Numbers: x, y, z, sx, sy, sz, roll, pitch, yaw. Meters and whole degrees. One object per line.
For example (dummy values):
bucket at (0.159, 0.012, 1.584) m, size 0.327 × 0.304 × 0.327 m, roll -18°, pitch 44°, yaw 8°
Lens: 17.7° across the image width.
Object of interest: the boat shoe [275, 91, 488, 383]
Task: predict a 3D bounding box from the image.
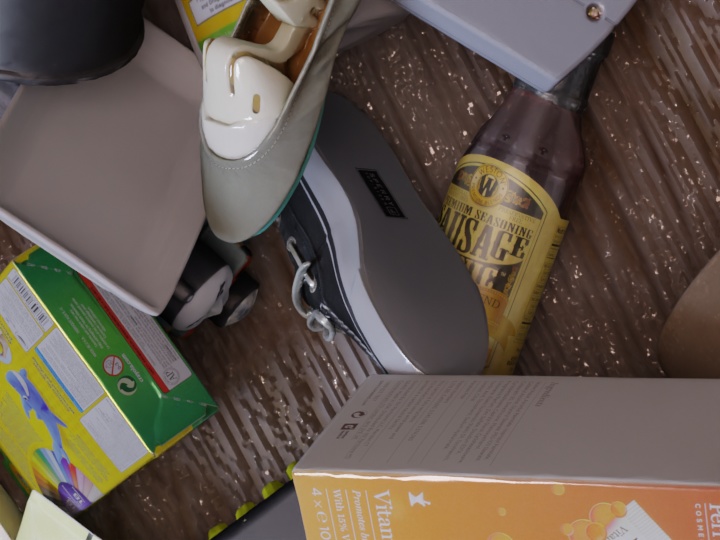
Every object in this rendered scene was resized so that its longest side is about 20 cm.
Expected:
boat shoe at (-0.002, 0.000, 1.131) m, size 0.068 × 0.073 × 0.200 m, roll -57°, pitch 47°, yaw 32°

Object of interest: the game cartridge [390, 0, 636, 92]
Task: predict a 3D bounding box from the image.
game cartridge at (0.094, -0.192, 1.119) m, size 0.133 × 0.040 × 0.200 m, roll 30°, pitch 74°, yaw -4°

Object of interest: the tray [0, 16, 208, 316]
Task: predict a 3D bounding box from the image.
tray at (-0.119, -0.058, 1.100) m, size 0.107 × 0.200 × 0.022 m, roll 35°, pitch 124°, yaw -12°

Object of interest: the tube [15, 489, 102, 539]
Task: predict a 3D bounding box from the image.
tube at (-0.176, 0.215, 1.196) m, size 0.058 × 0.052 × 0.200 m, roll 17°, pitch 112°, yaw -21°

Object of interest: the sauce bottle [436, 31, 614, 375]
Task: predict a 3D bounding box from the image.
sauce bottle at (0.073, -0.033, 1.159) m, size 0.066 × 0.066 × 0.200 m, roll 19°, pitch 95°, yaw 8°

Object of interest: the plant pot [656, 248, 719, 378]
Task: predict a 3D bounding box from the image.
plant pot at (0.236, 0.059, 1.086) m, size 0.175 × 0.200 × 0.200 m, roll 45°, pitch 99°, yaw 22°

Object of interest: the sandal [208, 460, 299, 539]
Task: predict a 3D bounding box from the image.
sandal at (-0.026, 0.151, 1.184) m, size 0.200 × 0.080 × 0.087 m, roll -37°, pitch 104°, yaw 11°

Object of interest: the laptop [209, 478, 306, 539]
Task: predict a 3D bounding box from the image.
laptop at (0.034, 0.184, 1.159) m, size 0.187 × 0.116 × 0.200 m, roll -37°, pitch 81°, yaw 9°

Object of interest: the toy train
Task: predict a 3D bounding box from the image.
toy train at (-0.137, -0.043, 1.167) m, size 0.200 × 0.114 × 0.085 m, roll 43°, pitch 99°, yaw 5°

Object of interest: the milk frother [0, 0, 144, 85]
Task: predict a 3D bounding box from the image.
milk frother at (-0.195, -0.205, 1.061) m, size 0.181 × 0.200 × 0.188 m, roll 52°, pitch 140°, yaw 42°

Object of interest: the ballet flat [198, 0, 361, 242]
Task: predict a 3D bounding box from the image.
ballet flat at (-0.040, -0.111, 1.056) m, size 0.067 × 0.064 × 0.200 m, roll 31°, pitch 99°, yaw 41°

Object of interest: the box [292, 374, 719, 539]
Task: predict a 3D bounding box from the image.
box at (0.087, 0.121, 1.001) m, size 0.200 × 0.097 × 0.125 m, roll -1°, pitch 113°, yaw 24°

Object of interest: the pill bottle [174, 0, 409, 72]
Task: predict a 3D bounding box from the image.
pill bottle at (-0.059, -0.201, 1.147) m, size 0.111 × 0.111 × 0.200 m, roll -21°, pitch 89°, yaw 10°

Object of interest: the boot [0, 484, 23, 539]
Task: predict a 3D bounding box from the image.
boot at (-0.257, 0.099, 1.213) m, size 0.090 × 0.073 × 0.200 m, roll -33°, pitch 88°, yaw 4°

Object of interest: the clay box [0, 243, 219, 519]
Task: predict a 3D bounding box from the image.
clay box at (-0.149, 0.058, 1.158) m, size 0.048 × 0.200 × 0.115 m, roll -36°, pitch 89°, yaw -27°
